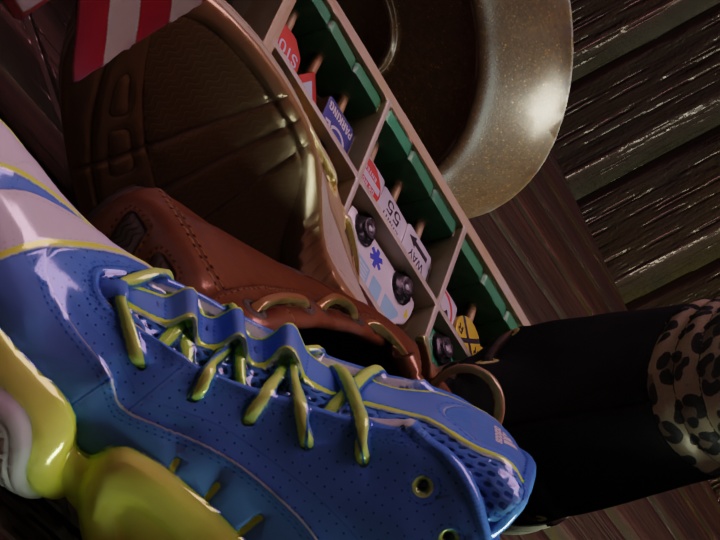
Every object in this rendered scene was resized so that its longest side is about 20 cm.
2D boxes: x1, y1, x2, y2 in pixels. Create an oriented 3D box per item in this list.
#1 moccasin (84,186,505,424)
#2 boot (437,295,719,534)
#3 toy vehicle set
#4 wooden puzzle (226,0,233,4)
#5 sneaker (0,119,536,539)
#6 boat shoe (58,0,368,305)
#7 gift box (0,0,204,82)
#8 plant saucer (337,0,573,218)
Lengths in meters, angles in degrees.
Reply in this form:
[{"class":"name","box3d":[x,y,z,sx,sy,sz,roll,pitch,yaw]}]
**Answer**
[{"class":"moccasin","box3d":[-0.011,0.037,0.724,0.078,0.074,0.201,38,-6,29]},{"class":"boot","box3d":[0.101,0.049,0.930,0.203,0.153,0.074,-2,81,-59]},{"class":"toy vehicle set","box3d":[0.000,0.000,0.961,0.200,0.026,0.125,57,35,-31]},{"class":"wooden puzzle","box3d":[-0.065,-0.097,1.046,0.200,0.037,0.185,55,10,-16]},{"class":"sneaker","box3d":[-0.024,0.034,0.594,0.201,0.105,0.076,61,8,-14]},{"class":"boat shoe","box3d":[-0.044,-0.022,0.803,0.069,0.073,0.200,-113,-179,-46]},{"class":"gift box","box3d":[-0.083,-0.175,0.670,0.185,0.200,0.187,53,-4,-29]},{"class":"plant saucer","box3d":[0.006,-0.113,1.142,0.034,0.200,0.201,-22,82,-40]}]
